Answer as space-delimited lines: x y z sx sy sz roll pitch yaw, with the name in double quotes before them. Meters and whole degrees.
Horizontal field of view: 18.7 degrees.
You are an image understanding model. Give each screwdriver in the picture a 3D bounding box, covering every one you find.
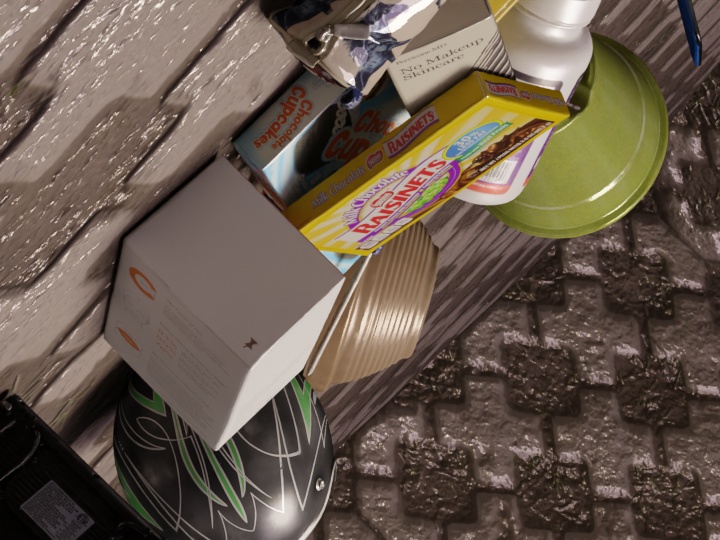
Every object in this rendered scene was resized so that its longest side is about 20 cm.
"screwdriver" 0.000 0.000 1.624 0.201 0.028 0.029 -63 179 21

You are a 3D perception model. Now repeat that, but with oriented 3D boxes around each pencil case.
"pencil case" 0.034 -0.192 1.295 0.200 0.078 0.090 -47 -168 9

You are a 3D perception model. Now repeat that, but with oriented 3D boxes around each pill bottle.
"pill bottle" 0.120 -0.162 1.765 0.111 0.111 0.201 -36 157 -52

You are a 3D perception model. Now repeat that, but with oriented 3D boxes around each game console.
"game console" 0.379 -0.329 2.340 0.171 0.118 0.200 -46 173 5

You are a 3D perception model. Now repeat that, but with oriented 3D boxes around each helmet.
"helmet" -0.114 0.150 1.828 0.200 0.200 0.191 -46 177 1

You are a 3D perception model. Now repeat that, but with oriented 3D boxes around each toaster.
"toaster" -0.239 0.215 1.502 0.181 0.200 0.119 -42 167 -32

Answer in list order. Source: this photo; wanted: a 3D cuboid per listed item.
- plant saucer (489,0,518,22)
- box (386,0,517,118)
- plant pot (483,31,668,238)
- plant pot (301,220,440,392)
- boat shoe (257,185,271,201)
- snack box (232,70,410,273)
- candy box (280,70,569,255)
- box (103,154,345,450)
"plant saucer" 0.100 -0.230 1.588 0.200 0.048 0.200 -47 173 3
"box" 0.057 -0.147 1.470 0.082 0.069 0.200 -22 161 6
"plant pot" 0.165 -0.147 1.950 0.200 0.200 0.190 -46 161 1
"plant pot" 0.013 0.016 1.920 0.201 0.092 0.203 -164 -90 -88
"boat shoe" -0.005 -0.092 1.685 0.200 0.063 0.071 -36 170 -48
"snack box" -0.013 -0.080 1.575 0.116 0.037 0.200 -46 154 -6
"candy box" 0.040 -0.071 1.511 0.200 0.027 0.102 -35 154 32
"box" -0.100 0.027 1.547 0.097 0.124 0.200 -43 173 -21
